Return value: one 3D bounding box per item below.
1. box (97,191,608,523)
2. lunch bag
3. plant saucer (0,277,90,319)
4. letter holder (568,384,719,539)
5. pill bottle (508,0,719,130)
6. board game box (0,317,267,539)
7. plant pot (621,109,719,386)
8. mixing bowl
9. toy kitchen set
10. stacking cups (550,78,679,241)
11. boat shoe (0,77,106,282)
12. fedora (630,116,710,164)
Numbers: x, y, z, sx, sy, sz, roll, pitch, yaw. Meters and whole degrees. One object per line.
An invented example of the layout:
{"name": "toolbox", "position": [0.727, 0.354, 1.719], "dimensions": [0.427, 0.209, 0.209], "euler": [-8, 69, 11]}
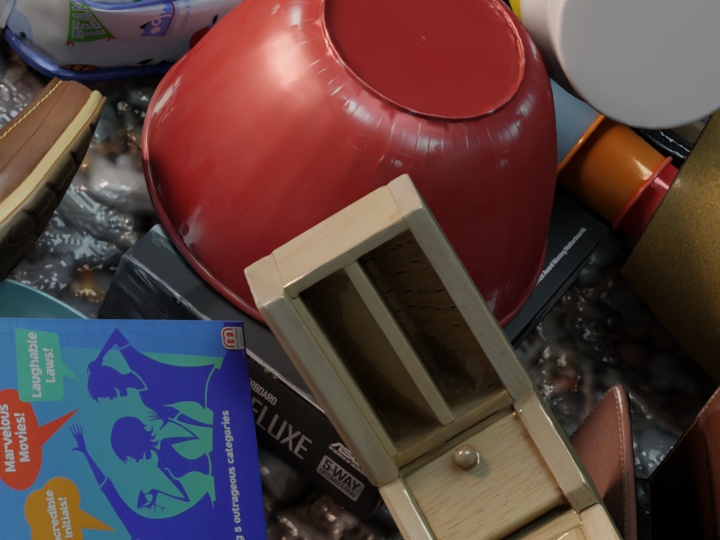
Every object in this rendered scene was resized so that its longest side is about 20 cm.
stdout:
{"name": "box", "position": [0.000, 0.000, 1.246], "dimensions": [0.158, 0.050, 0.200], "euler": [38, 48, 8]}
{"name": "lunch bag", "position": [-0.120, -0.178, 1.319], "dimensions": [0.160, 0.076, 0.200], "euler": [-12, 59, -34]}
{"name": "plant saucer", "position": [-0.170, 0.086, 1.117], "dimensions": [0.200, 0.027, 0.200], "euler": [13, 50, -16]}
{"name": "letter holder", "position": [0.151, 0.140, 1.142], "dimensions": [0.100, 0.142, 0.200], "euler": [15, 49, -13]}
{"name": "pill bottle", "position": [0.127, -0.140, 1.277], "dimensions": [0.114, 0.114, 0.200], "euler": [19, 17, -9]}
{"name": "board game box", "position": [-0.132, 0.096, 1.048], "dimensions": [0.200, 0.045, 0.152], "euler": [1, 76, -34]}
{"name": "plant pot", "position": [0.232, 0.010, 1.256], "dimensions": [0.200, 0.186, 0.186], "euler": [31, 47, 4]}
{"name": "mixing bowl", "position": [0.012, -0.071, 1.203], "dimensions": [0.200, 0.108, 0.200], "euler": [13, 50, -15]}
{"name": "toy kitchen set", "position": [0.009, 0.107, 1.044], "dimensions": [0.181, 0.163, 0.200], "euler": [58, 3, -24]}
{"name": "stacking cups", "position": [0.098, -0.078, 1.352], "dimensions": [0.200, 0.061, 0.061], "euler": [38, 48, 3]}
{"name": "boat shoe", "position": [-0.176, -0.023, 1.134], "dimensions": [0.068, 0.072, 0.200], "euler": [34, 50, 2]}
{"name": "fedora", "position": [0.208, -0.144, 1.425], "dimensions": [0.200, 0.092, 0.201], "euler": [12, 50, -15]}
